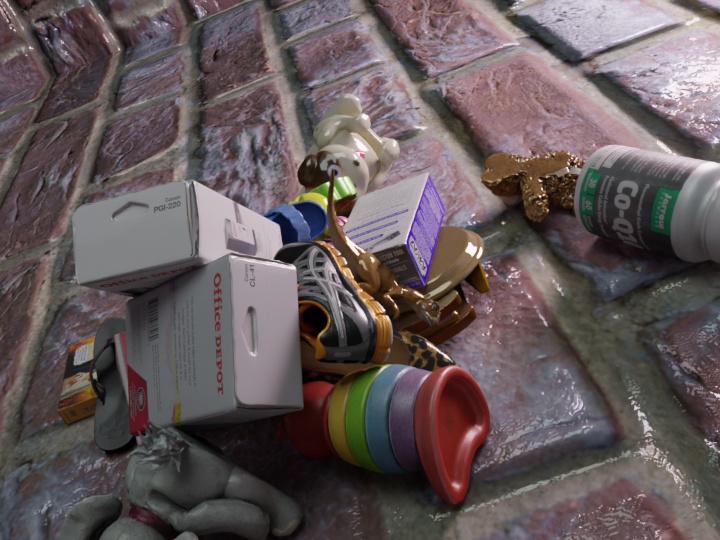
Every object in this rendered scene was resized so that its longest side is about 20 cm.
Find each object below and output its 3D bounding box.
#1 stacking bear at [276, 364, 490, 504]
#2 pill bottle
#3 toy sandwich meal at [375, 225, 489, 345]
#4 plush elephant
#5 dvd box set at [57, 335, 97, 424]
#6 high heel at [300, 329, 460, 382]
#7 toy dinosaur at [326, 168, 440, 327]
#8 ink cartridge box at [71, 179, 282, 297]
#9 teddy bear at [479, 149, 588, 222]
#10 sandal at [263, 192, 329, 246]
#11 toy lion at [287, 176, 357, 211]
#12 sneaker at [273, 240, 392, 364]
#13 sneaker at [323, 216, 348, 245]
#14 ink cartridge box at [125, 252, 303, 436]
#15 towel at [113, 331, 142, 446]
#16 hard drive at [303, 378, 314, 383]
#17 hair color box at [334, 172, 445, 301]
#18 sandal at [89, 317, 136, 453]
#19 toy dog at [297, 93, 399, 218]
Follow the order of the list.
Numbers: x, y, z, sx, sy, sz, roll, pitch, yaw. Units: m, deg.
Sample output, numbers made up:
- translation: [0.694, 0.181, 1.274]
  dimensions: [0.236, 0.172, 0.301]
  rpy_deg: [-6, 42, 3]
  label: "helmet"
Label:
- translation: [0.010, 0.151, 0.818]
  dimensions: [0.199, 0.114, 0.122]
  rpy_deg: [-5, 35, 33]
  label: "stacking bear"
- translation: [0.354, -0.074, 0.929]
  dimensions: [0.113, 0.114, 0.200]
  rpy_deg: [-37, 34, -23]
  label: "pill bottle"
- translation: [0.076, 0.020, 1.010]
  dimensions: [0.204, 0.071, 0.205]
  rpy_deg: [-24, 22, 11]
  label: "toy sandwich meal"
- translation: [-0.178, 0.238, 0.761]
  dimensions: [0.164, 0.200, 0.155]
  rpy_deg: [24, 77, 30]
  label: "plush elephant"
- translation: [-0.311, 0.120, 1.122]
  dimensions: [0.199, 0.030, 0.147]
  rpy_deg: [-21, 34, 2]
  label: "dvd box set"
- translation: [0.000, 0.097, 0.862]
  dimensions: [0.199, 0.072, 0.142]
  rpy_deg: [8, 1, 17]
  label: "high heel"
- translation: [0.000, 0.000, 0.901]
  dimensions: [0.106, 0.200, 0.060]
  rpy_deg: [-47, 6, -11]
  label: "toy dinosaur"
- translation: [-0.187, -0.021, 0.878]
  dimensions: [0.145, 0.200, 0.085]
  rpy_deg: [-12, 75, 18]
  label: "ink cartridge box"
- translation: [0.265, -0.116, 1.107]
  dimensions: [0.199, 0.067, 0.146]
  rpy_deg: [-8, 44, 10]
  label: "teddy bear"
- translation: [-0.126, -0.031, 1.008]
  dimensions: [0.199, 0.080, 0.087]
  rpy_deg: [-34, 4, 10]
  label: "sandal"
- translation: [-0.093, -0.065, 1.137]
  dimensions: [0.191, 0.069, 0.200]
  rpy_deg: [-31, -2, -10]
  label: "toy lion"
- translation: [-0.047, 0.028, 0.837]
  dimensions: [0.077, 0.079, 0.200]
  rpy_deg: [-8, 30, -31]
  label: "sneaker"
- translation: [-0.034, -0.009, 1.102]
  dimensions: [0.095, 0.079, 0.200]
  rpy_deg: [17, 38, 25]
  label: "sneaker"
- translation: [-0.152, 0.082, 0.819]
  dimensions: [0.199, 0.085, 0.149]
  rpy_deg: [-18, 70, 43]
  label: "ink cartridge box"
- translation: [-0.192, 0.108, 0.969]
  dimensions: [0.199, 0.030, 0.147]
  rpy_deg: [-23, 66, 8]
  label: "towel"
- translation: [-0.108, 0.079, 0.994]
  dimensions: [0.199, 0.038, 0.140]
  rpy_deg: [-20, 67, 6]
  label: "hard drive"
- translation: [0.035, -0.040, 1.011]
  dimensions: [0.109, 0.065, 0.200]
  rpy_deg: [-18, 23, 23]
  label: "hair color box"
- translation: [-0.311, 0.134, 1.039]
  dimensions: [0.075, 0.045, 0.201]
  rpy_deg: [-18, 49, 4]
  label: "sandal"
- translation: [-0.037, -0.164, 1.265]
  dimensions: [0.193, 0.140, 0.200]
  rpy_deg: [-30, 20, 15]
  label: "toy dog"
